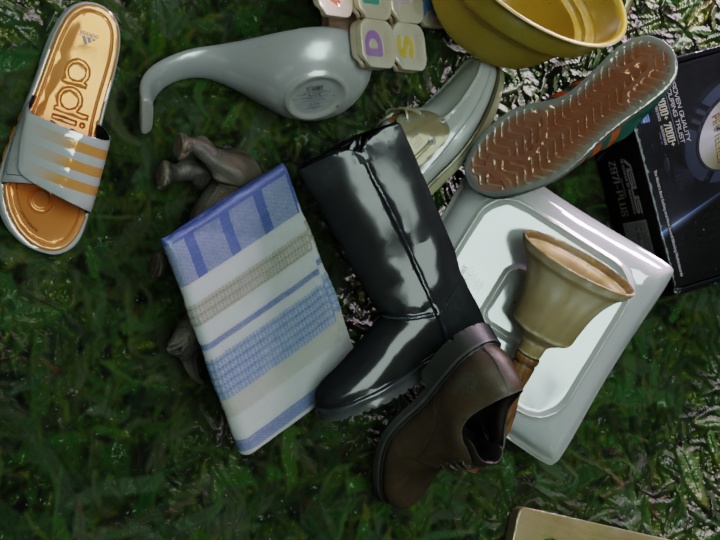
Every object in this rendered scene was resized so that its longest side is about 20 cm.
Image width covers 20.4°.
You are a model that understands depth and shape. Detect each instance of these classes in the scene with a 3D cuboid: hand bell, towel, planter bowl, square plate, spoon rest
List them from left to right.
[{"bbox_3d":[-0.087,-0.157,1.641,0.199,0.100,0.061,-8,52,-14],"label":"spoon rest"},{"bbox_3d":[-0.079,0.032,1.615,0.147,0.024,0.201,-36,117,-37],"label":"towel"},{"bbox_3d":[0.122,-0.231,1.695,0.200,0.084,0.201,25,35,-19],"label":"planter bowl"},{"bbox_3d":[0.135,0.033,1.696,0.197,0.028,0.201,32,91,-5],"label":"square plate"},{"bbox_3d":[0.134,0.078,1.655,0.104,0.104,0.201,23,105,-18],"label":"hand bell"}]

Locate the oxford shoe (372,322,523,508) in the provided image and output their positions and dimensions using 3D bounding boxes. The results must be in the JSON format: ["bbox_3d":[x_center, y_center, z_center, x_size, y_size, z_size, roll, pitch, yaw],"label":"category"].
[{"bbox_3d":[0.070,0.139,1.627,0.072,0.200,0.085,-16,58,-38],"label":"oxford shoe"}]

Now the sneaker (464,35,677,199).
[{"bbox_3d":[0.180,-0.119,1.671,0.199,0.080,0.072,-32,78,6],"label":"sneaker"}]

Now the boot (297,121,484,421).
[{"bbox_3d":[0.001,0.000,1.623,0.164,0.066,0.201,-28,107,-16],"label":"boot"}]

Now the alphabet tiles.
[{"bbox_3d":[0.018,-0.265,1.658,0.195,0.015,0.201,-2,87,-55],"label":"alphabet tiles"}]

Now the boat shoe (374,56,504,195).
[{"bbox_3d":[0.047,-0.107,1.687,0.068,0.075,0.201,39,76,-20],"label":"boat shoe"}]

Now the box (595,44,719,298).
[{"bbox_3d":[0.303,-0.092,1.775,0.163,0.086,0.201,-15,92,-21],"label":"box"}]

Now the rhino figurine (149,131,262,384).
[{"bbox_3d":[-0.122,-0.008,1.627,0.087,0.060,0.202,4,89,-31],"label":"rhino figurine"}]

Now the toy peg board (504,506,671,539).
[{"bbox_3d":[0.218,0.322,1.717,0.199,0.098,0.201,15,82,-19],"label":"toy peg board"}]

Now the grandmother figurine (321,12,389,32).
[{"bbox_3d":[-0.011,-0.277,1.687,0.121,0.060,0.202,4,82,-48],"label":"grandmother figurine"}]

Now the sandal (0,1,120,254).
[{"bbox_3d":[-0.235,-0.118,1.591,0.079,0.059,0.208,14,83,-19],"label":"sandal"}]
